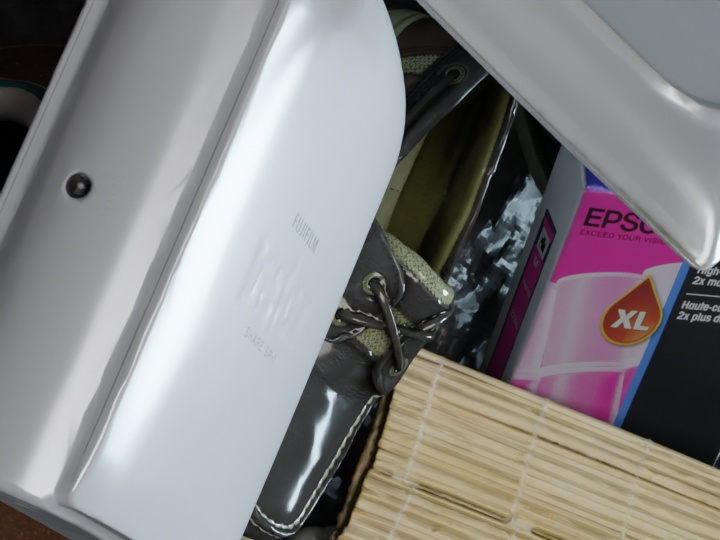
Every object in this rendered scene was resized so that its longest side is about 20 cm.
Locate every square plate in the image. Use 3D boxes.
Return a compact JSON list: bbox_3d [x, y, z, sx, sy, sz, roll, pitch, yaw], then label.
[{"bbox_3d":[0.085,-0.115,0.851,0.198,0.028,0.200,45,39,3],"label":"square plate"}]

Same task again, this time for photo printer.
[{"bbox_3d":[-0.050,-0.013,0.787,0.166,0.069,0.201,53,58,-69],"label":"photo printer"}]

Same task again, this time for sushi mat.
[{"bbox_3d":[0.088,0.106,0.937,0.199,0.012,0.096,22,88,-11],"label":"sushi mat"}]

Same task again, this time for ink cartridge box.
[{"bbox_3d":[0.104,0.008,0.937,0.094,0.037,0.201,6,125,-17],"label":"ink cartridge box"}]

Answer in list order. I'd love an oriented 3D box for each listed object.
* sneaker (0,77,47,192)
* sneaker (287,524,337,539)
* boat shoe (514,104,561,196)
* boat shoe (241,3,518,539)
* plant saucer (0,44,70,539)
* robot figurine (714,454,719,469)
[{"bbox_3d":[-0.177,-0.015,0.780,0.199,0.093,0.071,-19,88,-11],"label":"sneaker"},{"bbox_3d":[-0.008,0.185,0.961,0.086,0.075,0.201,3,92,-23],"label":"sneaker"},{"bbox_3d":[0.073,-0.102,0.933,0.074,0.066,0.200,-27,113,-20],"label":"boat shoe"},{"bbox_3d":[0.001,0.000,0.890,0.072,0.066,0.202,42,64,-47],"label":"boat shoe"},{"bbox_3d":[-0.107,0.025,0.884,0.199,0.034,0.202,-6,104,-27],"label":"plant saucer"},{"bbox_3d":[0.206,0.125,1.032,0.169,0.113,0.201,-28,113,-22],"label":"robot figurine"}]
